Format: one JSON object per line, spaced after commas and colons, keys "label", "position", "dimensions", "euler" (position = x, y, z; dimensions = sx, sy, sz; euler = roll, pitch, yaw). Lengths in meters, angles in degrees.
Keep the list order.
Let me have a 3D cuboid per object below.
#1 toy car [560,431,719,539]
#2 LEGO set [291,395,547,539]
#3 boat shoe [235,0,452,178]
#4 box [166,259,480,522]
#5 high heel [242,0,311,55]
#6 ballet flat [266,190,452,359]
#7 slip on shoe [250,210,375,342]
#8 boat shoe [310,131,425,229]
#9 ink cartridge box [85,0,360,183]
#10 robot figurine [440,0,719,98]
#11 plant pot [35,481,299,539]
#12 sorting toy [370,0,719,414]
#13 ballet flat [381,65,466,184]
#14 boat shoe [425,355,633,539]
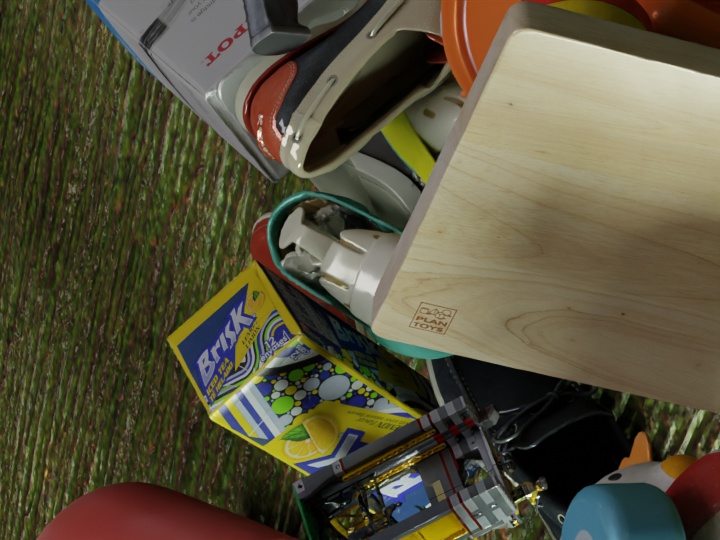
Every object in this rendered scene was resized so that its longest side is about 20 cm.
{"label": "toy car", "position": [0.147, 0.128, 0.989], "dimensions": [0.200, 0.183, 0.178], "euler": [-124, 40, -59]}
{"label": "LEGO set", "position": [0.058, 0.161, 1.093], "dimensions": [0.154, 0.115, 0.201], "euler": [55, -169, -40]}
{"label": "boat shoe", "position": [0.027, -0.122, 1.165], "dimensions": [0.063, 0.200, 0.071], "euler": [43, 166, 46]}
{"label": "box", "position": [-0.014, 0.073, 1.230], "dimensions": [0.070, 0.200, 0.064], "euler": [-41, 49, 11]}
{"label": "high heel", "position": [-0.006, -0.211, 1.100], "dimensions": [0.200, 0.071, 0.143], "euler": [-29, 66, 42]}
{"label": "ballet flat", "position": [0.000, 0.000, 1.204], "dimensions": [0.200, 0.070, 0.068], "euler": [27, 99, 62]}
{"label": "slip on shoe", "position": [-0.033, 0.044, 1.397], "dimensions": [0.074, 0.061, 0.201], "euler": [-60, 43, 47]}
{"label": "boat shoe", "position": [0.011, -0.069, 1.309], "dimensions": [0.201, 0.060, 0.072], "euler": [39, 158, 54]}
{"label": "ink cartridge box", "position": [-0.062, -0.160, 1.324], "dimensions": [0.084, 0.145, 0.200], "euler": [51, 174, -39]}
{"label": "robot figurine", "position": [0.113, -0.121, 1.061], "dimensions": [0.200, 0.116, 0.145], "euler": [3, 113, 61]}
{"label": "plant pot", "position": [-0.105, 0.240, 1.438], "dimensions": [0.177, 0.200, 0.202], "euler": [-4, 90, 52]}
{"label": "sorting toy", "position": [0.128, -0.037, 0.983], "dimensions": [0.199, 0.199, 0.070], "euler": [115, 164, -46]}
{"label": "ballet flat", "position": [0.068, -0.058, 1.188], "dimensions": [0.201, 0.067, 0.067], "euler": [59, 158, 24]}
{"label": "boat shoe", "position": [0.101, 0.086, 1.148], "dimensions": [0.200, 0.074, 0.062], "euler": [56, 158, 32]}
